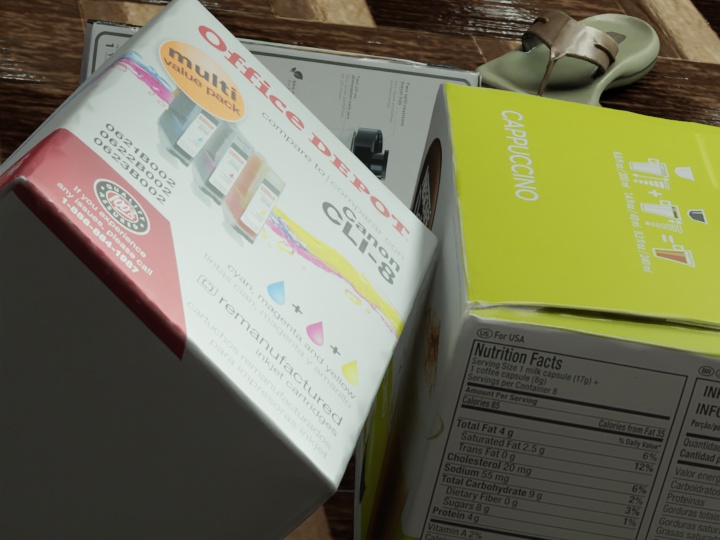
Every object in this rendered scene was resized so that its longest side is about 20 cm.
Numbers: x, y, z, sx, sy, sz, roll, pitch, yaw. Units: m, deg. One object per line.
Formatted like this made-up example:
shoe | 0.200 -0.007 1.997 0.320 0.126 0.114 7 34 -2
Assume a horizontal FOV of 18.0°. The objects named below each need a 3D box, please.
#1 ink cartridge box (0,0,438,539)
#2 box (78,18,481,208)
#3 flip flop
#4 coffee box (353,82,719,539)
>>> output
ink cartridge box | -0.083 0.021 0.811 0.145 0.145 0.200 44 25 -10
box | -0.046 -0.058 1.158 0.199 0.117 0.060 6 6 -11
flip flop | 0.134 -0.138 1.434 0.081 0.058 0.200 27 32 23
coffee box | 0.111 0.062 0.938 0.199 0.198 0.200 10 29 -6
